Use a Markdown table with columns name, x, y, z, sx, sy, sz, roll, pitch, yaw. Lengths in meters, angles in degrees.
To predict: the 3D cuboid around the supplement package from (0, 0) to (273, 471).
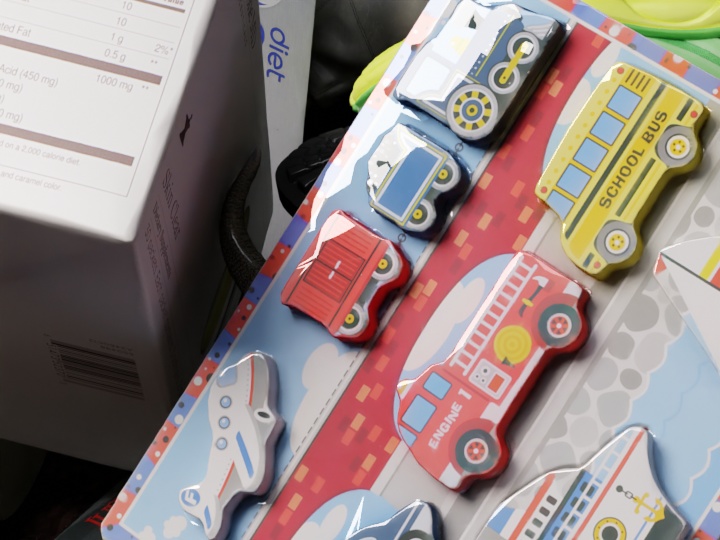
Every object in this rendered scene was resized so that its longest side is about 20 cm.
| name | x | y | z | sx | sy | sz | roll | pitch | yaw |
| --- | --- | --- | --- | --- | --- | --- | --- | --- | --- |
| supplement package | -0.116 | -0.033 | 0.703 | 0.155 | 0.200 | 0.111 | 14 | 67 | 6 |

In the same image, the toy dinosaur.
| name | x | y | z | sx | sy | sz | roll | pitch | yaw |
| --- | --- | --- | --- | --- | --- | --- | --- | --- | --- |
| toy dinosaur | -0.002 | 0.064 | 0.676 | 0.077 | 0.201 | 0.102 | 0 | 5 | -17 |

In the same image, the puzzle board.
| name | x | y | z | sx | sy | sz | roll | pitch | yaw |
| --- | --- | --- | --- | --- | --- | --- | --- | --- | --- |
| puzzle board | 0.036 | 0.028 | 0.616 | 0.150 | 0.017 | 0.200 | 32 | 91 | 22 |

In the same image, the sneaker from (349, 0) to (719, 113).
| name | x | y | z | sx | sy | sz | roll | pitch | yaw |
| --- | --- | --- | --- | --- | --- | --- | --- | --- | --- |
| sneaker | 0.095 | -0.065 | 0.883 | 0.199 | 0.084 | 0.074 | -3 | -2 | 2 |

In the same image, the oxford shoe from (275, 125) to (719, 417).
| name | x | y | z | sx | sy | sz | roll | pitch | yaw |
| --- | --- | --- | --- | --- | --- | --- | --- | --- | --- |
| oxford shoe | 0.051 | 0.021 | 0.679 | 0.200 | 0.085 | 0.073 | 32 | 48 | 30 |

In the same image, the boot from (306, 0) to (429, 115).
| name | x | y | z | sx | sy | sz | roll | pitch | yaw |
| --- | --- | --- | --- | --- | --- | --- | --- | --- | --- |
| boot | -0.006 | -0.087 | 1.005 | 0.130 | 0.068 | 0.200 | -36 | 37 | -6 |

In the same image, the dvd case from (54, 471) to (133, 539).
| name | x | y | z | sx | sy | sz | roll | pitch | yaw |
| --- | --- | --- | --- | --- | --- | --- | --- | --- | --- |
| dvd case | 0.008 | 0.087 | 0.773 | 0.199 | 0.022 | 0.146 | 18 | 47 | 38 |

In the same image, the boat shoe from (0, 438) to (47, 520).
| name | x | y | z | sx | sy | sz | roll | pitch | yaw |
| --- | --- | --- | --- | --- | --- | --- | --- | --- | --- |
| boat shoe | -0.132 | 0.011 | 0.890 | 0.063 | 0.074 | 0.202 | 8 | 45 | 19 |

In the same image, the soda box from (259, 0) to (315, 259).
| name | x | y | z | sx | sy | sz | roll | pitch | yaw |
| --- | --- | --- | --- | --- | --- | --- | --- | --- | --- |
| soda box | -0.063 | -0.075 | 0.882 | 0.063 | 0.068 | 0.201 | -26 | 52 | 46 |
